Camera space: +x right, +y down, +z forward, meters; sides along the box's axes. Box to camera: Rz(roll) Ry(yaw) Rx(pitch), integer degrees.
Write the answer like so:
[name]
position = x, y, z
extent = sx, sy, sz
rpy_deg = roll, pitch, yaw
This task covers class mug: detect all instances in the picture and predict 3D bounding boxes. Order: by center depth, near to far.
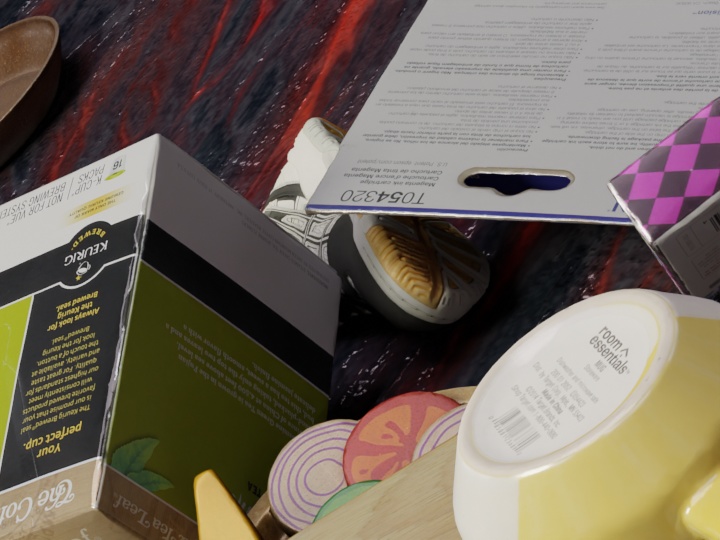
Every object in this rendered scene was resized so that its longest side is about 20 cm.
[mug]
position = 0.121, 0.085, 0.885
extent = 0.186, 0.153, 0.150
rpy_deg = -16, 32, 41

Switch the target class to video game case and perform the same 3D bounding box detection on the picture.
[video game case]
position = 0.196, -0.055, 1.018
extent = 0.200, 0.181, 0.036
rpy_deg = -38, 66, 4

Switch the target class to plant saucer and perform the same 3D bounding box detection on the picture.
[plant saucer]
position = -0.279, -0.098, 1.911
extent = 0.200, 0.037, 0.201
rpy_deg = -31, 25, 17

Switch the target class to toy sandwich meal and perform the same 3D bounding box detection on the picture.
[toy sandwich meal]
position = 0.013, 0.107, 1.060
extent = 0.204, 0.070, 0.206
rpy_deg = -19, 38, 16

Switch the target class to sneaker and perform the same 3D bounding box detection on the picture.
[sneaker]
position = 0.000, 0.000, 1.326
extent = 0.088, 0.075, 0.200
rpy_deg = -57, 22, 10

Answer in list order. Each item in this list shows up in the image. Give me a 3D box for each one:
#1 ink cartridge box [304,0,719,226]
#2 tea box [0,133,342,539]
[ink cartridge box]
position = 0.100, -0.075, 1.251
extent = 0.196, 0.043, 0.200
rpy_deg = 4, 45, 28
[tea box]
position = -0.131, 0.078, 1.226
extent = 0.199, 0.134, 0.197
rpy_deg = -21, 46, 35
